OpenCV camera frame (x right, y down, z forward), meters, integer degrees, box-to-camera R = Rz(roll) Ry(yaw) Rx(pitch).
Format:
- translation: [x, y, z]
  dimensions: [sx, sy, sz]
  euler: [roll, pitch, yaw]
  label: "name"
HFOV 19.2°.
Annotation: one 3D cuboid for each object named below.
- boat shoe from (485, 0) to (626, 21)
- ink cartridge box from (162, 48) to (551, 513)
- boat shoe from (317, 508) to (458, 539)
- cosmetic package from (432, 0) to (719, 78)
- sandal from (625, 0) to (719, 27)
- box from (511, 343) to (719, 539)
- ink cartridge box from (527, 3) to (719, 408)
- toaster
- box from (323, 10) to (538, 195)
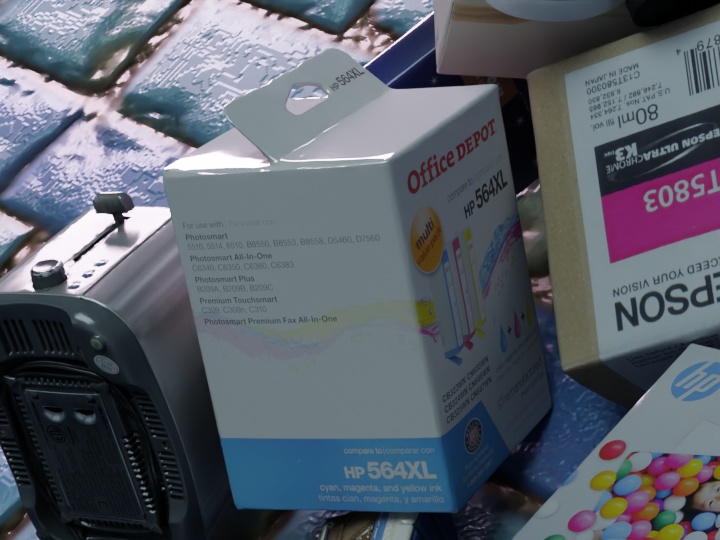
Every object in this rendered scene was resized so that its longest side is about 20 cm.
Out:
- translation: [0.147, -0.179, 1.043]
  dimensions: [0.199, 0.057, 0.069]
  euler: [-19, 65, -17]
  label: "boat shoe"
- translation: [0.000, 0.000, 1.038]
  dimensions: [0.125, 0.201, 0.129]
  euler: [-1, 20, 29]
  label: "ink cartridge box"
- translation: [-0.011, 0.192, 0.994]
  dimensions: [0.072, 0.072, 0.200]
  euler: [-9, 37, 29]
  label: "boat shoe"
- translation: [0.139, -0.156, 1.104]
  dimensions: [0.199, 0.071, 0.106]
  euler: [1, 60, -6]
  label: "cosmetic package"
- translation: [0.225, -0.153, 1.031]
  dimensions: [0.199, 0.075, 0.045]
  euler: [-25, 74, -5]
  label: "sandal"
- translation: [0.143, 0.120, 0.893]
  dimensions: [0.200, 0.041, 0.156]
  euler: [-42, 32, -25]
  label: "box"
- translation: [0.187, -0.042, 1.022]
  dimensions: [0.199, 0.075, 0.165]
  euler: [-19, 63, 29]
  label: "ink cartridge box"
- translation: [-0.113, 0.061, 1.099]
  dimensions: [0.113, 0.201, 0.129]
  euler: [1, 34, 30]
  label: "toaster"
- translation: [0.029, -0.063, 1.164]
  dimensions: [0.200, 0.121, 0.032]
  euler: [-40, 41, -9]
  label: "box"
